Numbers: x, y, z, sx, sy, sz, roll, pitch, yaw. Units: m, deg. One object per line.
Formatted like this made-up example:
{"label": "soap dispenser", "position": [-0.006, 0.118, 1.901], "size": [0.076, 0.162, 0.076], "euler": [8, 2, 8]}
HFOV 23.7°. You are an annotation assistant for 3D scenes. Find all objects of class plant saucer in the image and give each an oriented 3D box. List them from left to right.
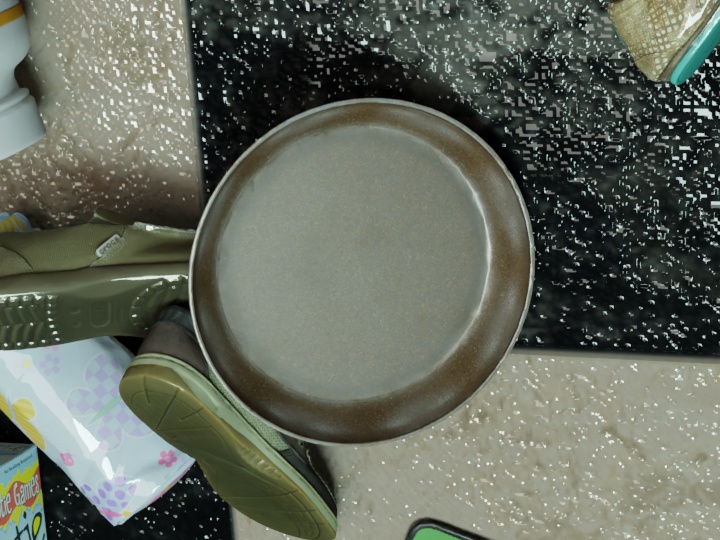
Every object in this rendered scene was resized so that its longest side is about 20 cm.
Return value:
{"label": "plant saucer", "position": [0.000, 0.000, 0.968], "size": [0.199, 0.032, 0.201], "euler": [-4, 106, -13]}

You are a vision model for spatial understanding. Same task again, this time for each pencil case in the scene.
{"label": "pencil case", "position": [-0.182, 0.060, 1.053], "size": [0.200, 0.091, 0.083], "euler": [48, 150, -4]}

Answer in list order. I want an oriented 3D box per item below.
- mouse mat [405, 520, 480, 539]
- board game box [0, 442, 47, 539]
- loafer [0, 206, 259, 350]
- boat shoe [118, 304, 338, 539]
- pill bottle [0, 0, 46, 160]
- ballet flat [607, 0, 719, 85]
{"label": "mouse mat", "position": [0.106, 0.255, 1.087], "size": [0.199, 0.008, 0.162], "euler": [19, 114, 7]}
{"label": "board game box", "position": [-0.266, 0.220, 1.109], "size": [0.104, 0.103, 0.201], "euler": [1, 103, 21]}
{"label": "loafer", "position": [-0.134, -0.002, 0.995], "size": [0.199, 0.068, 0.076], "euler": [-3, 146, -20]}
{"label": "boat shoe", "position": [-0.065, 0.093, 1.017], "size": [0.072, 0.066, 0.201], "euler": [-2, 145, 35]}
{"label": "pill bottle", "position": [-0.255, -0.155, 0.974], "size": [0.111, 0.111, 0.201], "euler": [-16, 105, 20]}
{"label": "ballet flat", "position": [0.194, -0.185, 0.865], "size": [0.065, 0.070, 0.200], "euler": [43, 112, 12]}
